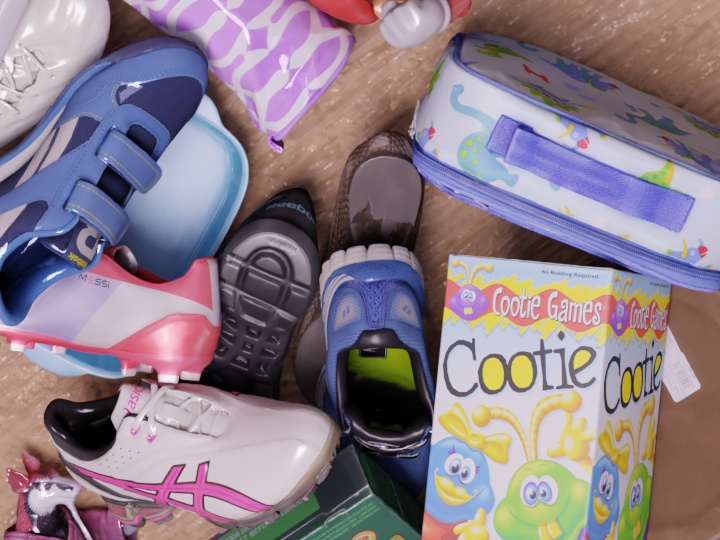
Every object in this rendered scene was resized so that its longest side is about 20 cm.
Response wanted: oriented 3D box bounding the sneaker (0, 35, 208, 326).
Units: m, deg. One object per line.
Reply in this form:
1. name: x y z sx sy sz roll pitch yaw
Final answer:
1. sneaker: -0.155 -0.048 1.225 0.200 0.082 0.074 -43 143 4

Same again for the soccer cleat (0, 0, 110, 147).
1. soccer cleat: -0.222 -0.099 1.264 0.200 0.078 0.069 -36 99 28

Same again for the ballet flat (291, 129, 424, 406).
1. ballet flat: 0.000 0.000 1.302 0.067 0.046 0.201 5 126 -8

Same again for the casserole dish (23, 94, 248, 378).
1. casserole dish: -0.147 -0.029 1.321 0.121 0.039 0.201 28 105 -5

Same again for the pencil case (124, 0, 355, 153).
1. pencil case: -0.097 -0.163 1.258 0.200 0.084 0.086 39 102 -8

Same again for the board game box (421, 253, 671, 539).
1. board game box: 0.107 0.097 1.246 0.102 0.105 0.202 5 90 28

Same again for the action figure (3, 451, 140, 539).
1. action figure: -0.176 0.208 1.372 0.149 0.134 0.201 -25 90 52

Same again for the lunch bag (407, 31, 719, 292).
1. lunch bag: 0.127 -0.064 1.232 0.199 0.161 0.083 22 105 -3

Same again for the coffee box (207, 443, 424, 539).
1. coffee box: 0.001 0.192 1.313 0.123 0.044 0.200 -34 137 11

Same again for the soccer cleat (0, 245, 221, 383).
1. soccer cleat: -0.173 0.014 1.273 0.199 0.067 0.077 11 92 19

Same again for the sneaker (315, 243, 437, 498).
1. sneaker: 0.008 0.081 1.276 0.078 0.090 0.201 -5 136 4

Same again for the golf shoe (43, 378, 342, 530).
1. golf shoe: -0.102 0.102 1.253 0.199 0.073 0.092 -10 137 38

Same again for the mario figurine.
1. mario figurine: 0.054 -0.197 1.226 0.199 0.124 0.107 -12 116 2

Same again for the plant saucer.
1. plant saucer: 0.173 0.084 1.288 0.199 0.029 0.202 -3 84 28

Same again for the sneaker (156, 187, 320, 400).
1. sneaker: -0.070 0.036 1.319 0.075 0.079 0.201 25 124 -8

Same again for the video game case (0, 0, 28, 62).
1. video game case: -0.270 -0.168 1.245 0.182 0.023 0.201 30 99 26
